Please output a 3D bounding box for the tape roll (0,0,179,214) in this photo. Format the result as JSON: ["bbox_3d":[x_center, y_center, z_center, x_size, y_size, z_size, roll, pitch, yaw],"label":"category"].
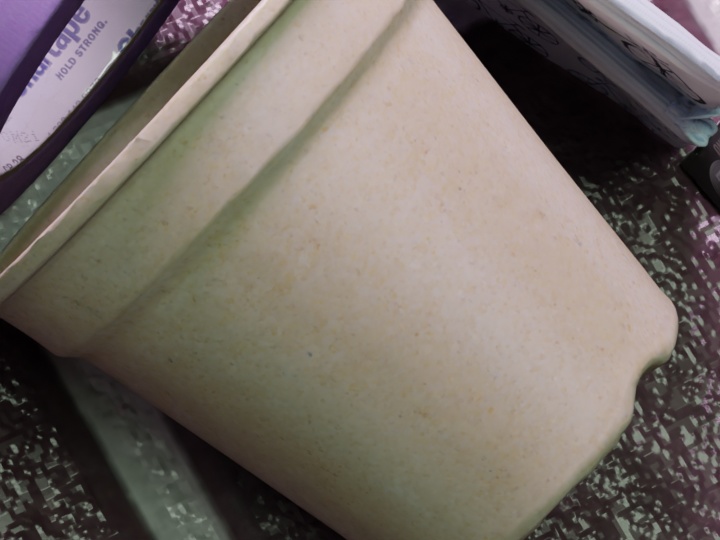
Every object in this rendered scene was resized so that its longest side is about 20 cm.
[{"bbox_3d":[-0.107,-0.102,0.868,0.066,0.200,0.200,38,63,2],"label":"tape roll"}]

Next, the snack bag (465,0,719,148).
[{"bbox_3d":[0.054,-0.105,0.929,0.188,0.200,0.021,36,90,-1],"label":"snack bag"}]

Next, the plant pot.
[{"bbox_3d":[0.000,0.000,0.877,0.183,0.200,0.201,43,62,-9],"label":"plant pot"}]

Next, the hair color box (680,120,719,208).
[{"bbox_3d":[0.228,-0.095,1.015,0.200,0.111,0.064,-37,81,-25],"label":"hair color box"}]
